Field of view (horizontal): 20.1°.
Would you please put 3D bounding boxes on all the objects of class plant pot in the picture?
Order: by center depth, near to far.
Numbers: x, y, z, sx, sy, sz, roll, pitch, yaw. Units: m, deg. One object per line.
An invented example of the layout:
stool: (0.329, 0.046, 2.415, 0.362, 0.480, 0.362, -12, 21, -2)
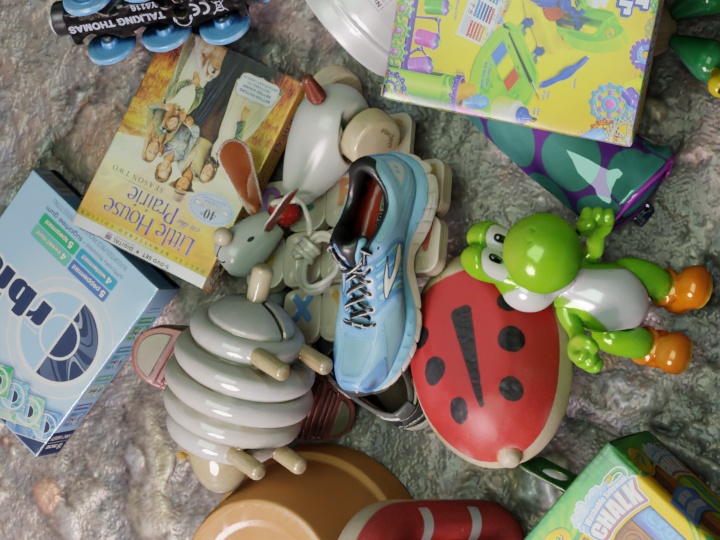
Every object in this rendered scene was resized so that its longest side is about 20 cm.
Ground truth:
plant pot: (-0.057, 0.251, 1.708, 0.199, 0.140, 0.201, 0, 90, 23)

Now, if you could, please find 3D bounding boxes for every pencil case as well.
pencil case: (0.160, -0.119, 1.640, 0.092, 0.085, 0.200, -41, 72, -20)

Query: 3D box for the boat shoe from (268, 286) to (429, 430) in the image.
boat shoe: (-0.015, 0.057, 1.726, 0.200, 0.068, 0.072, 43, 107, 22)

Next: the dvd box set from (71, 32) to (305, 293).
dvd box set: (-0.148, -0.099, 1.777, 0.146, 0.029, 0.201, 26, 88, 21)

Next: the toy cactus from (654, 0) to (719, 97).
toy cactus: (0.257, -0.205, 1.603, 0.165, 0.102, 0.201, -27, 89, 31)

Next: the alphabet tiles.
alphabet tiles: (-0.012, -0.036, 1.710, 0.199, 0.015, 0.196, -6, 70, 35)

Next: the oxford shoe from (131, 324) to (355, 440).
oxford shoe: (-0.097, 0.089, 1.763, 0.199, 0.075, 0.071, 23, 100, 0)

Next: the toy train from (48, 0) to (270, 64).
toy train: (-0.174, -0.250, 1.765, 0.199, 0.087, 0.115, -9, 47, 13)

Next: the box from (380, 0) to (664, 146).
box: (0.133, -0.217, 1.521, 0.192, 0.122, 0.201, 12, 106, 8)

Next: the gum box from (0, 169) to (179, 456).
gum box: (-0.287, 0.038, 1.852, 0.170, 0.045, 0.200, 42, 106, 16)

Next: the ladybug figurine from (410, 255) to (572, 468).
ladybug figurine: (0.099, 0.067, 1.638, 0.135, 0.072, 0.201, -25, 54, 14)

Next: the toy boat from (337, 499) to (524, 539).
toy boat: (0.071, 0.255, 1.615, 0.131, 0.199, 0.131, 14, 98, 50)

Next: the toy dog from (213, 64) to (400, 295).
toy dog: (-0.058, -0.089, 1.689, 0.132, 0.096, 0.201, 18, 79, 42)

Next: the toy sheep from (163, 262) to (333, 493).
toy sheep: (-0.096, 0.089, 1.658, 0.138, 0.138, 0.201, 23, 106, 21)

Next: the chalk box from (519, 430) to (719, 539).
chalk box: (0.213, 0.209, 1.602, 0.200, 0.125, 0.124, 44, 106, 15)

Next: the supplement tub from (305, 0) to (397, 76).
supplement tub: (0.058, -0.268, 1.655, 0.200, 0.132, 0.132, -40, 76, 19)

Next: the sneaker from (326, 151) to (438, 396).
sneaker: (0.000, 0.000, 1.623, 0.078, 0.090, 0.201, 3, 85, 36)

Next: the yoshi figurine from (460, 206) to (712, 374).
yoshi figurine: (0.178, 0.011, 1.573, 0.199, 0.113, 0.112, 20, 125, -18)
